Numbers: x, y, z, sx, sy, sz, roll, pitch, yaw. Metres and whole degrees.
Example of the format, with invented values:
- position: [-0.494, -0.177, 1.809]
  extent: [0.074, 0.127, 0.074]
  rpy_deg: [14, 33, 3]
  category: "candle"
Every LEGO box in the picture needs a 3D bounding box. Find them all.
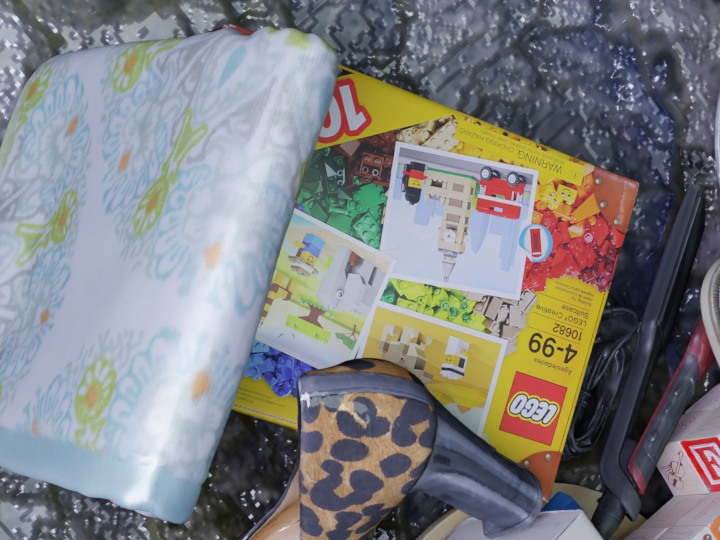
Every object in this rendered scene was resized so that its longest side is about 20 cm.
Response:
- position: [0.000, 0.000, 0.730]
  extent: [0.200, 0.077, 0.149]
  rpy_deg: [18, 84, -20]
  category: "LEGO box"

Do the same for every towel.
- position: [-0.094, -0.004, 0.633]
  extent: [0.048, 0.200, 0.171]
  rpy_deg: [20, 82, -34]
  category: "towel"

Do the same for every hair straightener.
- position: [0.123, 0.046, 0.795]
  extent: [0.077, 0.041, 0.200]
  rpy_deg: [21, 76, 24]
  category: "hair straightener"

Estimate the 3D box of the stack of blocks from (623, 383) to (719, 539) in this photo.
- position: [0.188, 0.119, 0.792]
  extent: [0.200, 0.059, 0.115]
  rpy_deg: [-35, 96, -25]
  category: "stack of blocks"

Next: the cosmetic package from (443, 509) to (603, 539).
- position: [0.102, 0.202, 0.716]
  extent: [0.073, 0.104, 0.200]
  rpy_deg: [-39, 99, -26]
  category: "cosmetic package"

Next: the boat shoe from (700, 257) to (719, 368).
- position: [0.232, 0.067, 0.750]
  extent: [0.075, 0.068, 0.200]
  rpy_deg: [-43, 99, -25]
  category: "boat shoe"

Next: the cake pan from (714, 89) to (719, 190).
- position: [0.273, -0.065, 0.854]
  extent: [0.200, 0.037, 0.200]
  rpy_deg: [-1, 92, -21]
  category: "cake pan"

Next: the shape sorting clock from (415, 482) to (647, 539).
- position: [0.084, 0.199, 0.786]
  extent: [0.200, 0.039, 0.200]
  rpy_deg: [4, 79, -24]
  category: "shape sorting clock"

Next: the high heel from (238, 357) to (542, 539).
- position: [-0.042, 0.103, 0.670]
  extent: [0.200, 0.071, 0.143]
  rpy_deg: [-32, 140, 18]
  category: "high heel"
